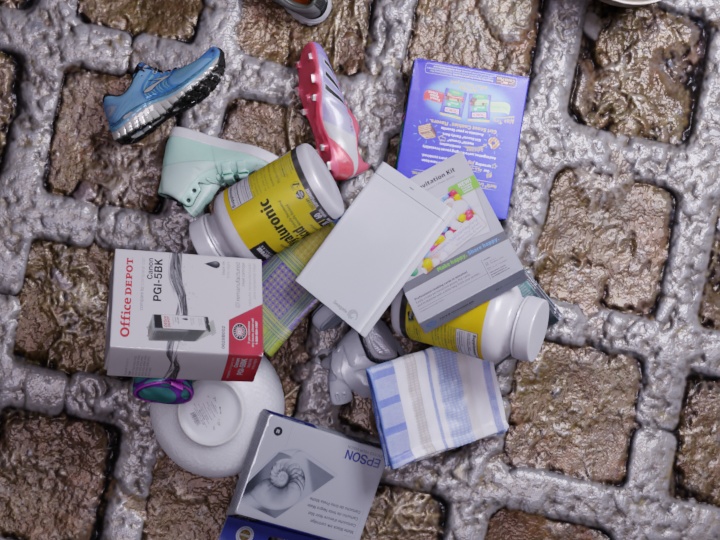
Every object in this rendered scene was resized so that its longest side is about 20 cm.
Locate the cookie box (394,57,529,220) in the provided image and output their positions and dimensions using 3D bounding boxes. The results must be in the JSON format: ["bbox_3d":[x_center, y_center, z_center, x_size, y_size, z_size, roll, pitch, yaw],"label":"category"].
[{"bbox_3d":[0.138,-0.183,1.585,0.168,0.075,0.204,10,90,1],"label":"cookie box"}]

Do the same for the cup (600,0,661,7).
[{"bbox_3d":[0.367,-0.454,1.554,0.196,0.143,0.204,0,89,0],"label":"cup"}]

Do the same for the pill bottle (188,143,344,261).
[{"bbox_3d":[-0.130,-0.077,1.517,0.198,0.111,0.112,-29,89,11],"label":"pill bottle"}]

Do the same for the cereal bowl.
[{"bbox_3d":[-0.205,0.196,1.580,0.196,0.083,0.204,0,89,-1],"label":"cereal bowl"}]

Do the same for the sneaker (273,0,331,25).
[{"bbox_3d":[-0.130,-0.424,1.589,0.198,0.079,0.075,29,91,2],"label":"sneaker"}]

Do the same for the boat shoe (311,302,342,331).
[{"bbox_3d":[0.000,0.000,1.560,0.200,0.072,0.062,-44,75,-9],"label":"boat shoe"}]

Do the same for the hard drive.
[{"bbox_3d":[0.018,-0.030,1.477,0.131,0.027,0.201,36,90,32],"label":"hard drive"}]

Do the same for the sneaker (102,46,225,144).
[{"bbox_3d":[-0.284,-0.267,1.589,0.198,0.078,0.091,-32,86,0],"label":"sneaker"}]

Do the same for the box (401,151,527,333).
[{"bbox_3d":[0.111,-0.040,1.485,0.154,0.041,0.202,-27,60,5],"label":"box"}]

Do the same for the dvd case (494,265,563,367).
[{"bbox_3d":[0.170,0.027,1.572,0.201,0.022,0.146,50,126,2],"label":"dvd case"}]

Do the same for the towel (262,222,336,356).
[{"bbox_3d":[-0.099,0.004,1.549,0.200,0.023,0.143,-48,60,0],"label":"towel"}]

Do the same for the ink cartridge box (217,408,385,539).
[{"bbox_3d":[-0.079,0.318,1.567,0.197,0.041,0.203,19,90,-21],"label":"ink cartridge box"}]

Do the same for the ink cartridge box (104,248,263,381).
[{"bbox_3d":[-0.230,0.059,1.459,0.196,0.083,0.149,4,60,-14],"label":"ink cartridge box"}]

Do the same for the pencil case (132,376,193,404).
[{"bbox_3d":[-0.260,0.082,1.539,0.084,0.092,0.203,23,56,-34],"label":"pencil case"}]

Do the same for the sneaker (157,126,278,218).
[{"bbox_3d":[-0.191,-0.122,1.586,0.197,0.074,0.120,14,83,10],"label":"sneaker"}]

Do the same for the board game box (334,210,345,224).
[{"bbox_3d":[-0.052,-0.021,1.604,0.196,0.034,0.138,10,90,0],"label":"board game box"}]

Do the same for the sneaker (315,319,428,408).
[{"bbox_3d":[0.025,0.166,1.586,0.114,0.075,0.201,-30,105,16],"label":"sneaker"}]

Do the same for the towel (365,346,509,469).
[{"bbox_3d":[0.109,0.180,1.545,0.197,0.024,0.149,-13,93,-25],"label":"towel"}]

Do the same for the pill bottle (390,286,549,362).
[{"bbox_3d":[0.149,0.057,1.516,0.197,0.112,0.114,14,89,23],"label":"pill bottle"}]

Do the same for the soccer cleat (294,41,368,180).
[{"bbox_3d":[-0.041,-0.228,1.602,0.075,0.066,0.203,-8,83,-31],"label":"soccer cleat"}]
